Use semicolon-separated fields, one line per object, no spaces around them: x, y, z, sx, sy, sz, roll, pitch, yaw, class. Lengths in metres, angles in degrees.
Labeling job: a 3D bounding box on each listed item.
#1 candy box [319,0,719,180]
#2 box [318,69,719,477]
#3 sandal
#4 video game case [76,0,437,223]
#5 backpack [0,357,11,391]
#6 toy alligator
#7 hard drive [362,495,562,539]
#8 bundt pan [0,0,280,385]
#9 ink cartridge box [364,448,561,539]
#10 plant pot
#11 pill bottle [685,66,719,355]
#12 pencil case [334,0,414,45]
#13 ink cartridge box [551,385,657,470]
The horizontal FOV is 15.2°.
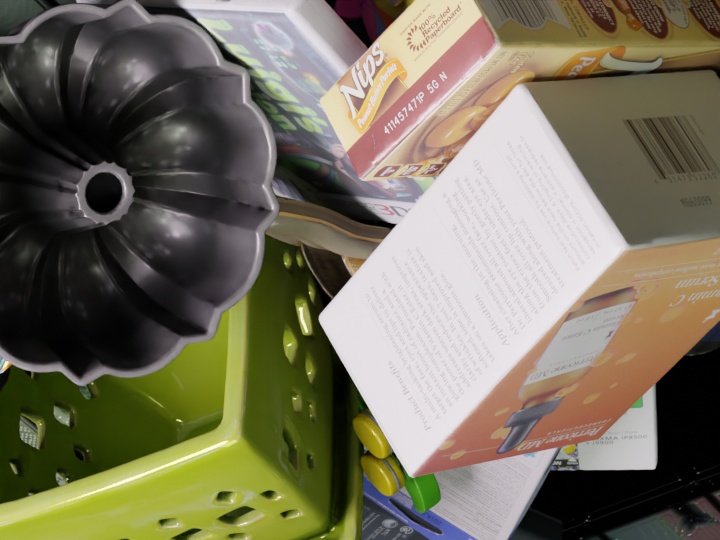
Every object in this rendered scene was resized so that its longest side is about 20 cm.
0.090;-0.101;1.376;0.200;0.055;0.115;-4;151;-46;candy box
0.104;0.001;1.393;0.152;0.106;0.200;-8;149;-43;box
0.000;0.000;1.532;0.200;0.054;0.080;17;174;-31;sandal
-0.037;-0.089;1.464;0.182;0.023;0.200;8;151;46;video game case
-0.227;-0.030;1.526;0.127;0.167;0.200;5;127;-20;backpack
0.018;0.070;1.574;0.059;0.054;0.200;-36;145;-20;toy alligator
0.017;0.180;1.823;0.200;0.033;0.140;24;134;-22;hard drive
-0.148;-0.044;1.421;0.202;0.202;0.076;31;172;-28;bundt pan
0.061;0.102;1.664;0.119;0.042;0.200;31;144;8;ink cartridge box
-0.104;0.090;1.614;0.200;0.199;0.181;-19;139;23;plant pot
0.189;-0.024;1.493;0.112;0.112;0.200;22;132;-20;pill bottle
0.078;-0.171;1.390;0.088;0.088;0.200;28;131;-26;pencil case
0.125;0.045;1.651;0.109;0.050;0.200;-1;139;6;ink cartridge box
